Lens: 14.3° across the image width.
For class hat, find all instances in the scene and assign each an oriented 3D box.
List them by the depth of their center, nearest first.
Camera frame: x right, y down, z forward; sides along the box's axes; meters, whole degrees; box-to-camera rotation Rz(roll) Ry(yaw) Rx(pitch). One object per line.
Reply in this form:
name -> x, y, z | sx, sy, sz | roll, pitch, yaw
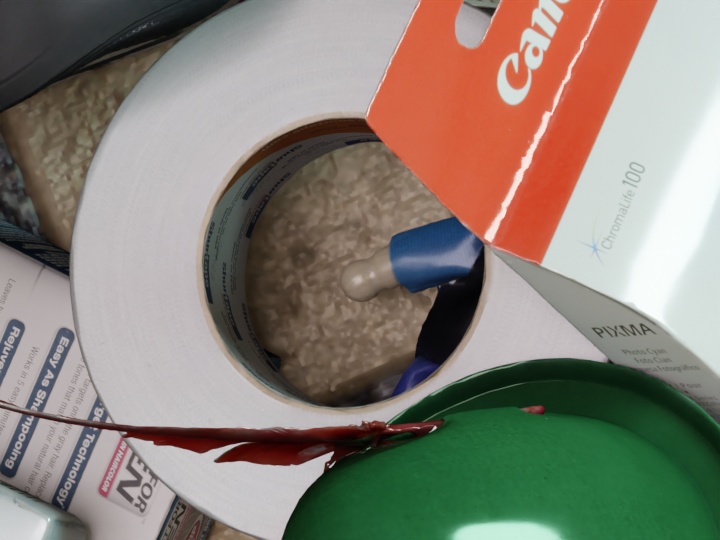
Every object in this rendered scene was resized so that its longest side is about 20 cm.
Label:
hat -> 0.007, 0.072, 0.870 | 0.199, 0.176, 0.166 | -30, 53, 7

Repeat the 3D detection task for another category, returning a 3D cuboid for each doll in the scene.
doll -> 0.051, 0.035, 1.071 | 0.136, 0.048, 0.201 | 29, 97, 16

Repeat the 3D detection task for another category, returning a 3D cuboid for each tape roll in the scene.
tape roll -> 0.000, 0.000, 1.027 | 0.199, 0.066, 0.202 | -1, 85, 11

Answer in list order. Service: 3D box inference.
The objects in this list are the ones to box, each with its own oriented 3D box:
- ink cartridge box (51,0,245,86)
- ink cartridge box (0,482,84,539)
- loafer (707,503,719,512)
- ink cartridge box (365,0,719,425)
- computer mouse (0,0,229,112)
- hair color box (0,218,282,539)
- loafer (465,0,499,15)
ink cartridge box -> -0.117, -0.122, 1.080 | 0.199, 0.146, 0.085 | -17, 86, 17
ink cartridge box -> -0.214, 0.152, 1.068 | 0.159, 0.047, 0.201 | 22, 85, 17
loafer -> 0.110, 0.118, 0.972 | 0.073, 0.071, 0.200 | 47, 135, -11
ink cartridge box -> 0.106, -0.056, 0.959 | 0.047, 0.200, 0.161 | -4, 53, 48
computer mouse -> -0.120, -0.096, 0.980 | 0.199, 0.053, 0.139 | -30, 89, 17
hair color box -> -0.142, 0.037, 1.127 | 0.199, 0.060, 0.100 | 26, 96, 17
loafer -> 0.103, -0.132, 1.048 | 0.199, 0.070, 0.070 | -12, 84, 17
